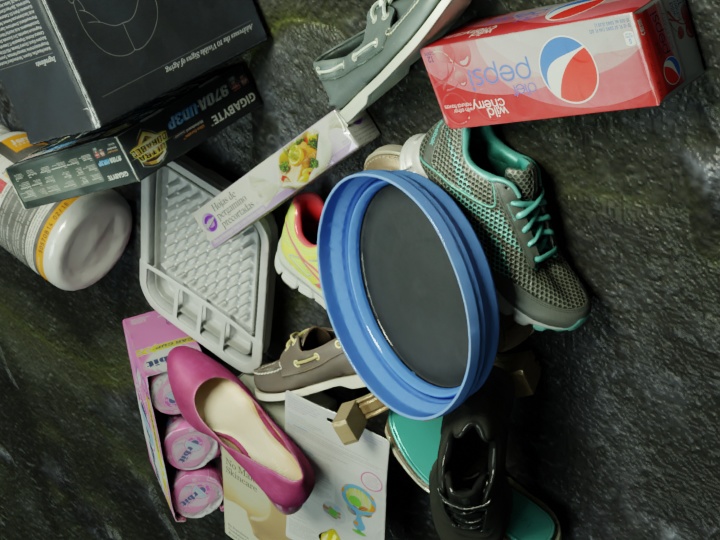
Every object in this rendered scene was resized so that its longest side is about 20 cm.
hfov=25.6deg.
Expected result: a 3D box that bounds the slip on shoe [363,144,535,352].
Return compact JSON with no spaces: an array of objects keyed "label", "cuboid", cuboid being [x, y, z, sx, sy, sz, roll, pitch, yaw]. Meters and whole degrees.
[{"label":"slip on shoe","cuboid":[0.066,-0.016,1.302,0.200,0.060,0.076,52,142,5]}]

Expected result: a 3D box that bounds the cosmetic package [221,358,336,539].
[{"label":"cosmetic package","cuboid":[-0.083,0.202,1.609,0.105,0.071,0.201,26,133,31]}]

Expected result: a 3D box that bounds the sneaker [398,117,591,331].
[{"label":"sneaker","cuboid":[0.114,-0.042,1.225,0.200,0.077,0.091,49,138,6]}]

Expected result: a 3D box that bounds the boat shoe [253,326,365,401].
[{"label":"boat shoe","cuboid":[-0.033,0.079,1.472,0.199,0.072,0.060,-14,100,47]}]

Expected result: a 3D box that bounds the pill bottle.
[{"label":"pill bottle","cuboid":[-0.342,-0.074,1.650,0.199,0.116,0.117,33,137,25]}]

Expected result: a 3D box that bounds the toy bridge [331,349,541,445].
[{"label":"toy bridge","cuboid":[0.065,0.101,1.372,0.199,0.067,0.027,-18,113,30]}]

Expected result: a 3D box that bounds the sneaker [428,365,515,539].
[{"label":"sneaker","cuboid":[0.088,0.177,1.312,0.075,0.091,0.201,2,123,10]}]

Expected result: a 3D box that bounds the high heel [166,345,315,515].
[{"label":"high heel","cuboid":[-0.114,0.138,1.471,0.201,0.067,0.096,55,161,16]}]

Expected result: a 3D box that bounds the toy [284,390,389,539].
[{"label":"toy","cuboid":[-0.015,0.200,1.507,0.115,0.047,0.201,23,131,24]}]

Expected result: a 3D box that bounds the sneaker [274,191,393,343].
[{"label":"sneaker","cuboid":[0.000,0.000,1.370,0.199,0.078,0.091,31,136,29]}]

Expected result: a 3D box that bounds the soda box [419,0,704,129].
[{"label":"soda box","cuboid":[0.139,-0.150,1.126,0.199,0.063,0.070,-3,115,47]}]

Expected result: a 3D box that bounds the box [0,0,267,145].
[{"label":"box","cuboid":[-0.213,-0.239,1.326,0.123,0.200,0.198,-7,111,50]}]

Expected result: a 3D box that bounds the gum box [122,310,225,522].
[{"label":"gum box","cuboid":[-0.191,0.154,1.657,0.114,0.066,0.201,-124,24,-54]}]

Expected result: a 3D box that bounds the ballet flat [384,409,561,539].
[{"label":"ballet flat","cuboid":[0.096,0.193,1.424,0.200,0.067,0.062,43,165,19]}]

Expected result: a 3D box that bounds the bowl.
[{"label":"bowl","cuboid":[0.037,0.016,1.249,0.200,0.039,0.202,32,132,45]}]

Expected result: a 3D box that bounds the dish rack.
[{"label":"dish rack","cuboid":[-0.142,-0.014,1.540,0.171,0.043,0.201,33,137,28]}]

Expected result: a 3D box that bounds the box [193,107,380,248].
[{"label":"box","cuboid":[-0.066,-0.083,1.377,0.199,0.041,0.039,-32,91,39]}]

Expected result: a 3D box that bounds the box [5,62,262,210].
[{"label":"box","cuboid":[-0.207,-0.121,1.438,0.199,0.159,0.046,-9,112,48]}]

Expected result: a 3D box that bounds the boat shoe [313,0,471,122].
[{"label":"boat shoe","cuboid":[0.020,-0.183,1.222,0.062,0.073,0.200,50,147,0]}]
